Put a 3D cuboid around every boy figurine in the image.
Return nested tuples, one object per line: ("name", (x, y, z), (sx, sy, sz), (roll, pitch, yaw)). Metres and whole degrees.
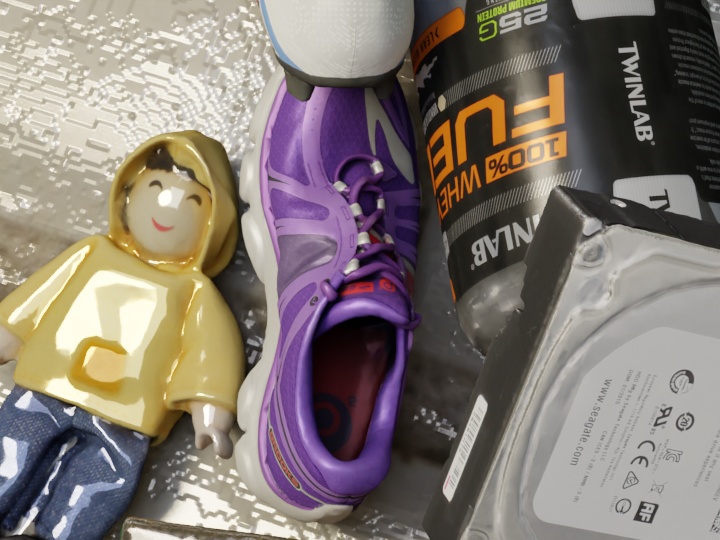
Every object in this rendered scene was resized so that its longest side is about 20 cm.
("boy figurine", (-0.099, 0.036, 0.898), (0.124, 0.064, 0.200), (26, 83, 20))

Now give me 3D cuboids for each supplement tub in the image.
("supplement tub", (0.088, -0.043, 0.852), (0.122, 0.123, 0.201), (-12, 72, 7))

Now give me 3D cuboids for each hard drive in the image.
("hard drive", (0.136, 0.058, 0.777), (0.200, 0.038, 0.140), (13, 109, -24))

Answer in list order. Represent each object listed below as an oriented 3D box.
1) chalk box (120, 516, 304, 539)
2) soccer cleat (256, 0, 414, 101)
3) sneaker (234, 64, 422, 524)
("chalk box", (-0.031, 0.205, 0.807), (0.124, 0.124, 0.201), (5, 76, 11))
("soccer cleat", (-0.017, -0.139, 0.875), (0.070, 0.200, 0.087), (-3, 117, -14))
("sneaker", (0.000, 0.000, 0.868), (0.080, 0.083, 0.201), (6, 75, -22))
